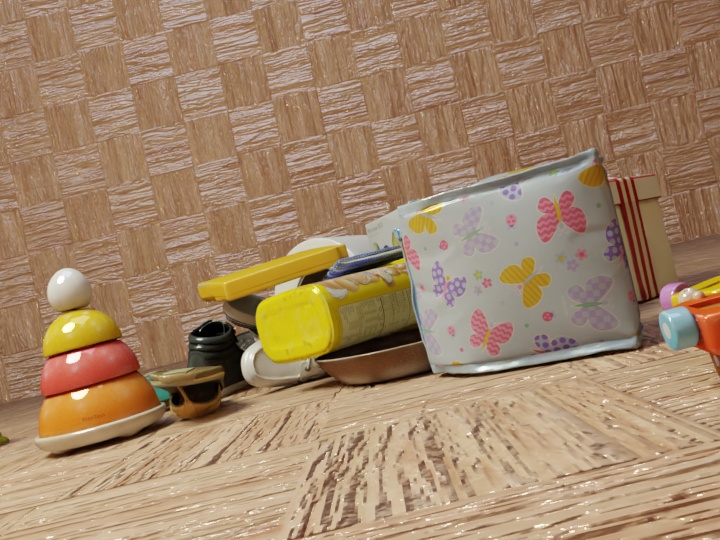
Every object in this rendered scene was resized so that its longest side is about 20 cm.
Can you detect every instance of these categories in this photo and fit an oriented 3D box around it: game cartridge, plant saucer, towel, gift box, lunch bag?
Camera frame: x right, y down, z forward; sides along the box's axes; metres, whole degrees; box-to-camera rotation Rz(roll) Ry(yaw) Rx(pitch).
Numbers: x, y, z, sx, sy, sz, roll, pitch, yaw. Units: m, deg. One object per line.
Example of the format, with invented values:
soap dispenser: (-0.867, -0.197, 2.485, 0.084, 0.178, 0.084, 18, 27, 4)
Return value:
game cartridge: (-0.125, 0.006, 0.936, 0.174, 0.033, 0.200, -19, 7, -22)
plant saucer: (0.047, 0.094, 0.761, 0.198, 0.037, 0.200, -13, -3, -1)
towel: (0.000, 0.000, 0.942, 0.143, 0.024, 0.200, -16, -11, -24)
gift box: (0.303, -0.038, 0.951, 0.183, 0.189, 0.199, -11, -2, -40)
lunch bag: (0.140, -0.004, 0.621, 0.198, 0.172, 0.127, -15, -1, 22)

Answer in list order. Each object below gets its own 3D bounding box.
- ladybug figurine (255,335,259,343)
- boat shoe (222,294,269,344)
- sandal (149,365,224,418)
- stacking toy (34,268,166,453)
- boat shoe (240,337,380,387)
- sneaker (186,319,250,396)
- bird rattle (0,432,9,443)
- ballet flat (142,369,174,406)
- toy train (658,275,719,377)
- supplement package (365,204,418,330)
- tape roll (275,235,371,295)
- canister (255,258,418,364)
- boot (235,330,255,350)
ladybug figurine: (-0.061, 0.099, 1.000, 0.198, 0.072, 0.136, -16, -27, -39)
boat shoe: (-0.144, 0.098, 1.047, 0.199, 0.093, 0.075, 14, 21, -48)
sandal: (-0.198, 0.150, 0.798, 0.079, 0.055, 0.200, -7, -18, -11)
stacking toy: (-0.315, 0.095, 0.780, 0.144, 0.203, 0.146, -12, -2, 0)
boat shoe: (-0.059, 0.106, 0.889, 0.198, 0.072, 0.069, -10, -5, -35)
sneaker: (-0.192, 0.119, 1.000, 0.070, 0.101, 0.200, 6, 8, 17)
bird rattle: (-0.593, 0.243, 0.940, 0.161, 0.114, 0.200, -25, 11, 1)
ballet flat: (-0.332, 0.181, 0.913, 0.072, 0.068, 0.199, -39, -17, 34)
toy train: (0.266, 0.021, 0.401, 0.197, 0.056, 0.150, -17, -1, 1)
supplement package: (0.120, 0.001, 1.040, 0.149, 0.203, 0.151, -12, -3, -23)
tape roll: (-0.030, 0.041, 1.175, 0.201, 0.206, 0.139, -14, -2, 32)
canister: (-0.008, 0.046, 0.811, 0.199, 0.088, 0.148, -13, -4, -44)
boot: (-0.218, 0.153, 1.197, 0.198, 0.070, 0.173, -7, 2, 35)
